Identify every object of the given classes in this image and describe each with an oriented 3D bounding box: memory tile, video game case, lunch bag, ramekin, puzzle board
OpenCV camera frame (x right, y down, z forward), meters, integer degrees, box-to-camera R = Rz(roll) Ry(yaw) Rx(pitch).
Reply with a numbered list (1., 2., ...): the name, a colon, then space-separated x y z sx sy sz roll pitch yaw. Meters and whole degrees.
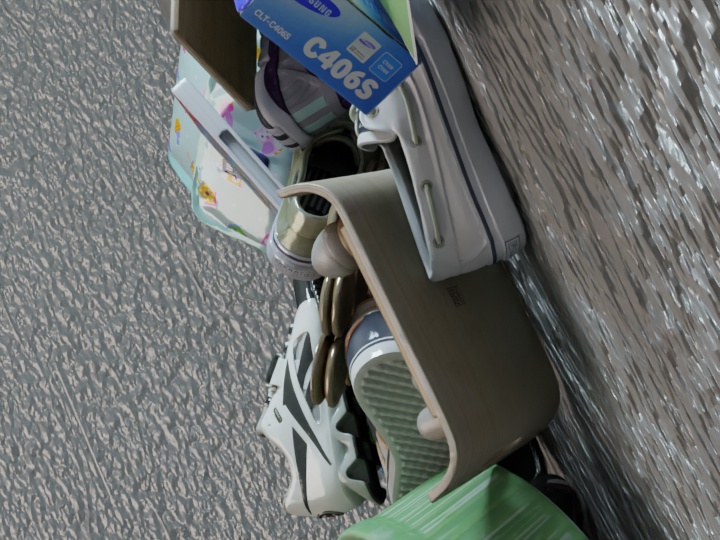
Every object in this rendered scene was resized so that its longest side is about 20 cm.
1. memory tile: 0.000 0.000 0.928 0.200 0.017 0.155 -51 -33 -70
2. video game case: -0.069 -0.060 1.041 0.200 0.017 0.143 48 177 7
3. lunch bag: -0.096 -0.130 1.183 0.200 0.121 0.172 56 142 45
4. ramekin: 0.084 0.216 0.815 0.200 0.097 0.201 42 154 26
5. puzzle board: -0.105 -0.232 0.922 0.151 0.017 0.202 40 -133 -70

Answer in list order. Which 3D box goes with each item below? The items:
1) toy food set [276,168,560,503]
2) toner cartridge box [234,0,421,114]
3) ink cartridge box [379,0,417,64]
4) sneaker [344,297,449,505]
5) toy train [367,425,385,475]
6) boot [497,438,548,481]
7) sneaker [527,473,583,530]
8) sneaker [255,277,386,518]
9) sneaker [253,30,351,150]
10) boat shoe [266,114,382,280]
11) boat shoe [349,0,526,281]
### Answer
1. toy food set: 0.037 0.028 0.793 0.143 0.060 0.201 -15 -103 -56
2. toner cartridge box: -0.033 -0.178 0.700 0.095 0.043 0.201 32 -153 -37
3. ink cartridge box: -0.004 -0.219 0.614 0.201 0.048 0.146 60 172 30
4. sneaker: 0.043 0.103 0.893 0.080 0.078 0.201 -101 -6 -53
5. toy train: 0.016 0.137 1.101 0.116 0.085 0.200 47 176 -8
6. boot: 0.070 0.064 0.944 0.154 0.073 0.204 77 167 -54
7. sneaker: 0.156 0.227 0.925 0.116 0.075 0.200 53 177 35
8. sneaker: -0.044 0.087 0.978 0.074 0.088 0.202 42 -146 -59
9. sneaker: -0.029 -0.186 0.943 0.074 0.087 0.202 29 -133 -50
10. boat shoe: -0.017 -0.077 0.959 0.201 0.071 0.062 -76 12 -45
11. boat shoe: 0.027 -0.091 0.748 0.074 0.066 0.202 110 135 -80
